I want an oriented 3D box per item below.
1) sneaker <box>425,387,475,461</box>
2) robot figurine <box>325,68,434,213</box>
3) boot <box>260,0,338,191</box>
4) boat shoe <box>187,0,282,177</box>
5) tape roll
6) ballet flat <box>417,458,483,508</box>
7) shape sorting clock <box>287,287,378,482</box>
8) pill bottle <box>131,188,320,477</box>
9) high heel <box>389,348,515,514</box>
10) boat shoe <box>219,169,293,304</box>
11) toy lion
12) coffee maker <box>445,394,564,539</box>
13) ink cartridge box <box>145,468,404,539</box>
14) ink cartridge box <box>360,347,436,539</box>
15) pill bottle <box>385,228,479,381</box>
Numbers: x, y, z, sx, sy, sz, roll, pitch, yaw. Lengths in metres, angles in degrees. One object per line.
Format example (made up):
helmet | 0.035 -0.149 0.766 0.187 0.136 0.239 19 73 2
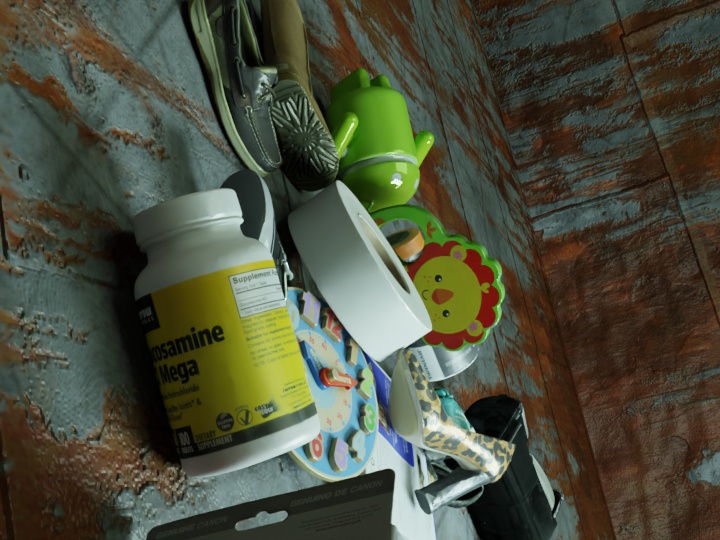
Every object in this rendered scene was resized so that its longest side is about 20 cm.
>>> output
sneaker | 0.111 0.192 1.220 0.200 0.076 0.081 120 -44 -86
robot figurine | 0.016 -0.169 1.275 0.174 0.115 0.203 6 67 -46
boot | -0.075 -0.223 1.137 0.202 0.065 0.177 -99 176 -46
boat shoe | -0.120 -0.201 0.983 0.072 0.065 0.204 -46 117 -70
tape roll | 0.000 0.000 1.058 0.204 0.070 0.203 55 9 -13
ballet flat | 0.112 0.282 1.242 0.200 0.056 0.067 32 43 -63
shape sorting clock | -0.041 0.111 0.935 0.200 0.039 0.202 43 31 -35
pill bottle | -0.109 0.046 0.719 0.112 0.111 0.203 -8 80 -71
high heel | 0.109 0.164 1.079 0.141 0.071 0.203 -22 107 -28
boat shoe | -0.095 0.008 0.852 0.068 0.073 0.202 31 45 -57
toy lion | 0.083 0.009 1.190 0.069 0.189 0.203 -25 97 -71
coffee maker | 0.211 0.318 1.380 0.193 0.133 0.202 -74 142 -58
ink cartridge box | -0.054 0.232 0.569 0.177 0.197 0.084 -82 149 -51
ink cartridge box | 0.026 0.214 1.078 0.200 0.046 0.200 53 25 -50
pill bottle | 0.085 0.044 1.304 0.106 0.105 0.202 -65 134 -64
